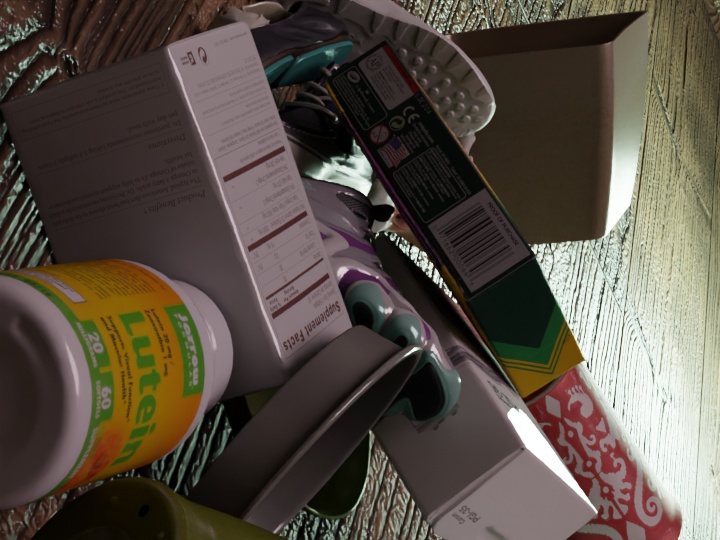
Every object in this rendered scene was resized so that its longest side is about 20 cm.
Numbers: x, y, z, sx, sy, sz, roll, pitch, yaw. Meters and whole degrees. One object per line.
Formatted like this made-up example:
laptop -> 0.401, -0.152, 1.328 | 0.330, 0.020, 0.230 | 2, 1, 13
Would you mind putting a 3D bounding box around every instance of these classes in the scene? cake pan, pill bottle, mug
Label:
cake pan -> -0.043, 0.108, 1.119 | 0.037, 0.200, 0.200 | 41, 20, 9
pill bottle -> -0.142, 0.051, 0.988 | 0.200, 0.111, 0.111 | -10, 84, -68
mug -> 0.174, 0.174, 1.659 | 0.200, 0.133, 0.178 | 59, 24, -26

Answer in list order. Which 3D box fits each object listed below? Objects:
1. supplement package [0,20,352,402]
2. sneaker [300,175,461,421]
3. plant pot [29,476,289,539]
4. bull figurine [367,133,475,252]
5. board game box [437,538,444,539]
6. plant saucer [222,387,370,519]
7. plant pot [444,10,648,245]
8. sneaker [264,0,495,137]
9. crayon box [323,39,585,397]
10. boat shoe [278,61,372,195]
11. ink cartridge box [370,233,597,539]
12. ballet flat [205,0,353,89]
supplement package -> -0.103, -0.028, 1.133 | 0.200, 0.117, 0.117 | 71, 22, -8
sneaker -> 0.000, 0.000, 1.250 | 0.200, 0.078, 0.140 | 40, 36, 2
plant pot -> -0.077, 0.204, 0.965 | 0.193, 0.200, 0.201 | 45, 35, -35
bull figurine -> 0.039, -0.074, 1.564 | 0.200, 0.065, 0.122 | 33, 72, -68
board game box -> 0.054, 0.290, 1.313 | 0.103, 0.105, 0.200 | -80, 147, -50
plant saucer -> -0.050, 0.072, 1.311 | 0.200, 0.031, 0.200 | 51, 30, -45
plant pot -> 0.156, -0.122, 1.751 | 0.200, 0.199, 0.177 | -40, 123, -67
sneaker -> 0.021, -0.179, 1.507 | 0.200, 0.076, 0.081 | 34, 25, -9
crayon box -> 0.065, -0.032, 1.318 | 0.200, 0.058, 0.173 | 58, 2, 30
boat shoe -> -0.033, -0.110, 1.379 | 0.200, 0.075, 0.093 | 18, 91, -74
ink cartridge box -> 0.058, 0.093, 1.309 | 0.200, 0.083, 0.147 | 57, 8, 35
ballet flat -> -0.073, -0.155, 1.378 | 0.200, 0.073, 0.073 | -35, 108, -61
